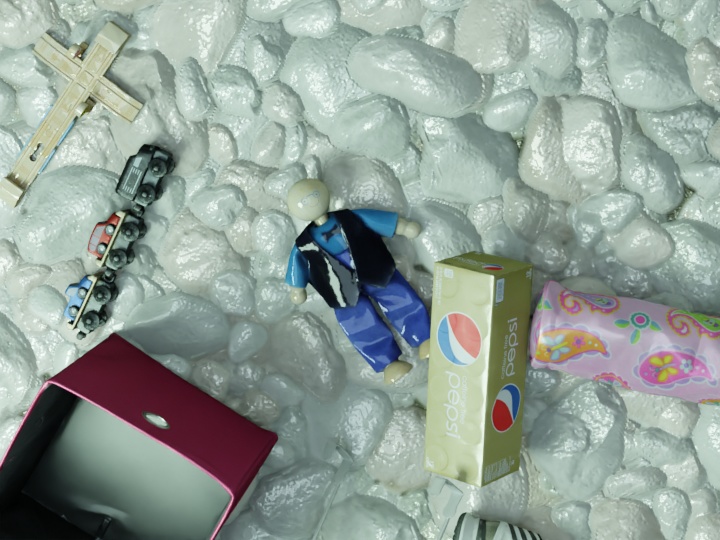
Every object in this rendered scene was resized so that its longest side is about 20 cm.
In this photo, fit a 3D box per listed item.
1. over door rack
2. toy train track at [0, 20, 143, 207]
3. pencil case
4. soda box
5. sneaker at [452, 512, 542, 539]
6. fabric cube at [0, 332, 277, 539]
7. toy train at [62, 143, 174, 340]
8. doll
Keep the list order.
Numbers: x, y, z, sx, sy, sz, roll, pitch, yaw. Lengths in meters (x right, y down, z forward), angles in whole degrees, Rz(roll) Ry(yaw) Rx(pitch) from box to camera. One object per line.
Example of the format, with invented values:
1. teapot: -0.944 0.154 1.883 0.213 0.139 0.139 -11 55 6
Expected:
1. over door rack: 0.011 0.273 1.631 0.148 0.067 0.200 12 82 39
2. toy train track: -0.280 -0.143 1.654 0.115 0.033 0.200 36 104 1
3. pencil case: 0.252 0.065 1.594 0.200 0.087 0.087 11 101 5
4. soda box: 0.105 0.089 1.606 0.068 0.064 0.200 14 108 37
5. sneaker: 0.128 0.332 1.643 0.115 0.076 0.201 11 83 4
6. fabric cube: -0.217 0.203 1.622 0.196 0.199 0.200 32 103 2
7. toy train: -0.232 -0.027 1.667 0.046 0.034 0.200 27 102 6
8. doll: 0.000 0.000 1.632 0.136 0.048 0.200 -35 95 2
